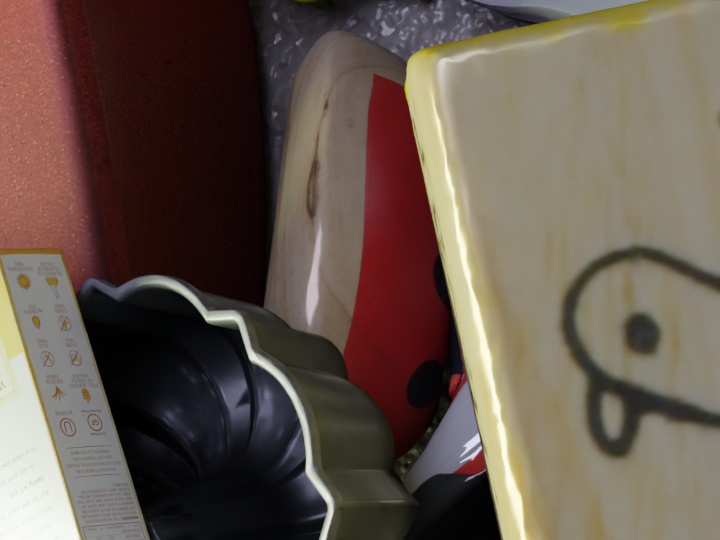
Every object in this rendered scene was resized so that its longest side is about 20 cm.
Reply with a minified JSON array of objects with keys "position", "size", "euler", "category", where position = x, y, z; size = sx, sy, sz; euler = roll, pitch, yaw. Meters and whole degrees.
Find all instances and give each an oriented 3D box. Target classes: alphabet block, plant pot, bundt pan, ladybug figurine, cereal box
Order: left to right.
[{"position":[-0.134,0.110,1.071],"size":[0.144,0.039,0.200],"euler":[-30,71,38],"category":"cereal box"},{"position":[-0.145,-0.022,1.220],"size":[0.200,0.200,0.177],"euler":[-23,76,18],"category":"plant pot"},{"position":[-0.056,0.102,1.078],"size":[0.202,0.076,0.202],"euler":[-2,87,42],"category":"bundt pan"},{"position":[0.000,0.000,1.175],"size":[0.072,0.136,0.200],"euler":[8,63,-3],"category":"ladybug figurine"},{"position":[0.126,0.010,0.980],"size":[0.195,0.196,0.200],"euler":[-13,91,-1],"category":"alphabet block"}]

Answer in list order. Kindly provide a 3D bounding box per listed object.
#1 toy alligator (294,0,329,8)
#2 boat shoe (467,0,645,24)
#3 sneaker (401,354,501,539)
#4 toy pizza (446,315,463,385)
[{"position":[-0.063,-0.160,1.262],"size":[0.200,0.054,0.059],"euler":[29,52,-9],"category":"toy alligator"},{"position":[0.100,-0.123,1.199],"size":[0.200,0.066,0.072],"euler":[22,86,52],"category":"boat shoe"},{"position":[0.070,0.013,1.129],"size":[0.201,0.067,0.108],"euler":[-42,59,4],"category":"sneaker"},{"position":[0.128,0.016,1.156],"size":[0.200,0.032,0.201],"euler":[-8,70,24],"category":"toy pizza"}]
